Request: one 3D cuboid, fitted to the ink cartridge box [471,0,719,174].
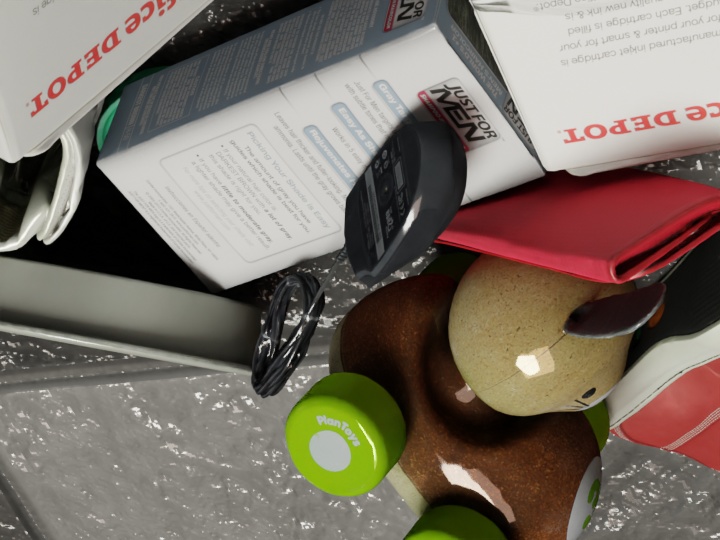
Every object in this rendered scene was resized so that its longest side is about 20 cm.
[{"bbox_3d":[0.119,-0.149,0.944,0.145,0.085,0.201,-8,133,23],"label":"ink cartridge box"}]

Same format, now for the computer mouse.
[{"bbox_3d":[0.000,0.000,1.051,0.034,0.059,0.200,11,143,-25],"label":"computer mouse"}]

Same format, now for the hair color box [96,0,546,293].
[{"bbox_3d":[-0.016,-0.068,1.066,0.199,0.061,0.099,-19,128,31],"label":"hair color box"}]

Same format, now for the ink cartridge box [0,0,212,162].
[{"bbox_3d":[-0.136,-0.167,0.884,0.084,0.146,0.201,27,145,29],"label":"ink cartridge box"}]

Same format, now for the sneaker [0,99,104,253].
[{"bbox_3d":[-0.181,-0.046,1.124,0.073,0.116,0.200,23,138,-11],"label":"sneaker"}]

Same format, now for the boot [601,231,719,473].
[{"bbox_3d":[0.219,0.048,1.144,0.144,0.073,0.200,27,144,-13],"label":"boot"}]

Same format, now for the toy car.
[{"bbox_3d":[0.093,0.044,1.057,0.200,0.164,0.158,-37,95,37],"label":"toy car"}]

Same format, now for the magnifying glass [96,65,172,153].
[{"bbox_3d":[-0.044,-0.080,1.117,0.199,0.022,0.080,-15,129,25],"label":"magnifying glass"}]

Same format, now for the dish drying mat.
[{"bbox_3d":[0.088,-0.027,1.021,0.200,0.077,0.018,16,135,62],"label":"dish drying mat"}]

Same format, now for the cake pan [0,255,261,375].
[{"bbox_3d":[-0.140,0.022,1.162,0.199,0.037,0.200,10,177,1],"label":"cake pan"}]
